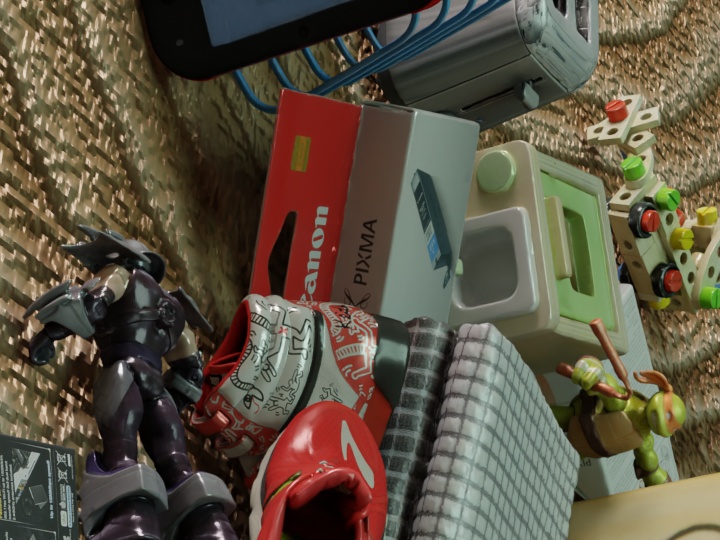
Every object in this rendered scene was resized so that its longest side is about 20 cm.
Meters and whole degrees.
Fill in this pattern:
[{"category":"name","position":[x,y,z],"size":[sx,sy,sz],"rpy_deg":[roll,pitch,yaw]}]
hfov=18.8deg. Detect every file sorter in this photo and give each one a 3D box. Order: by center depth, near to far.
[{"category":"file sorter","position":[0.001,-0.187,1.328],"size":[0.123,0.138,0.200],"rpy_deg":[61,29,-1]}]

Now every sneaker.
[{"category":"sneaker","position":[-0.015,0.125,1.088],"size":[0.077,0.085,0.200],"rpy_deg":[20,34,-6]},{"category":"sneaker","position":[-0.049,0.113,1.209],"size":[0.107,0.067,0.202],"rpy_deg":[14,92,-17]}]

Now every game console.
[{"category":"game console","position":[-0.047,-0.210,1.210],"size":[0.031,0.199,0.178],"rpy_deg":[-20,94,-63]}]

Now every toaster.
[{"category":"toaster","position":[0.089,-0.194,1.509],"size":[0.114,0.129,0.201],"rpy_deg":[39,44,-49]}]

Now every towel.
[{"category":"towel","position":[0.062,0.140,1.311],"size":[0.200,0.085,0.166],"rpy_deg":[53,44,-57]}]

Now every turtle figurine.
[{"category":"turtle figurine","position":[0.153,0.101,1.470],"size":[0.200,0.161,0.065],"rpy_deg":[51,36,-37]}]

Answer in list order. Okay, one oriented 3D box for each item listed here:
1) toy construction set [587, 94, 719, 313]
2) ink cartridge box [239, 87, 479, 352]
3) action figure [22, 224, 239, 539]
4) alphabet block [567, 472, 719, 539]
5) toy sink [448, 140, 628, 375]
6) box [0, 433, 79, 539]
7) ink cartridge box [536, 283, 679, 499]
[{"category":"toy construction set","position":[0.253,-0.047,1.796],"size":[0.131,0.092,0.200],"rpy_deg":[-46,112,-30]},{"category":"ink cartridge box","position":[0.000,0.000,1.291],"size":[0.176,0.045,0.201],"rpy_deg":[3,97,-61]},{"category":"action figure","position":[-0.116,0.062,1.102],"size":[0.130,0.069,0.201],"rpy_deg":[32,38,-44]},{"category":"alphabet block","position":[0.200,0.270,1.436],"size":[0.196,0.199,0.196],"rpy_deg":[47,40,-42]},{"category":"toy sink","position":[0.091,-0.007,1.460],"size":[0.200,0.112,0.131],"rpy_deg":[17,62,-58]},{"category":"box","position":[-0.184,0.168,0.944],"size":[0.158,0.050,0.201],"rpy_deg":[20,60,-57]},{"category":"ink cartridge box","position":[0.190,0.130,1.661],"size":[0.162,0.050,0.201],"rpy_deg":[-42,122,-60]}]
